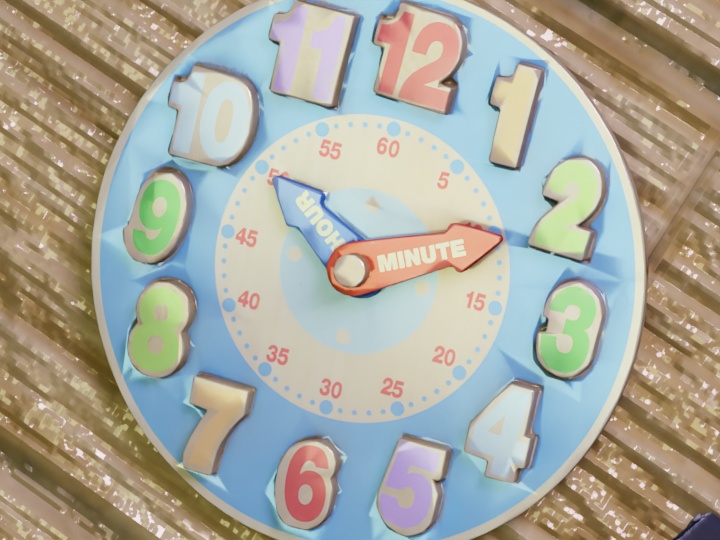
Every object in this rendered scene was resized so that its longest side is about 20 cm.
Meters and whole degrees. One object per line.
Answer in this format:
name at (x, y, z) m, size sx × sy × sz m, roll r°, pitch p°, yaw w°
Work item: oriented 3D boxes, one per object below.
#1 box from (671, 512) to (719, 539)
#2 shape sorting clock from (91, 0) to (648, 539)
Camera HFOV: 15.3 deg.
box at (0.154, 0.175, 0.833) m, size 0.199 × 0.148 × 0.105 m, roll 32°, pitch 99°, yaw 13°
shape sorting clock at (0.000, 0.000, 0.925) m, size 0.199 × 0.039 × 0.201 m, roll 0°, pitch 91°, yaw 15°
